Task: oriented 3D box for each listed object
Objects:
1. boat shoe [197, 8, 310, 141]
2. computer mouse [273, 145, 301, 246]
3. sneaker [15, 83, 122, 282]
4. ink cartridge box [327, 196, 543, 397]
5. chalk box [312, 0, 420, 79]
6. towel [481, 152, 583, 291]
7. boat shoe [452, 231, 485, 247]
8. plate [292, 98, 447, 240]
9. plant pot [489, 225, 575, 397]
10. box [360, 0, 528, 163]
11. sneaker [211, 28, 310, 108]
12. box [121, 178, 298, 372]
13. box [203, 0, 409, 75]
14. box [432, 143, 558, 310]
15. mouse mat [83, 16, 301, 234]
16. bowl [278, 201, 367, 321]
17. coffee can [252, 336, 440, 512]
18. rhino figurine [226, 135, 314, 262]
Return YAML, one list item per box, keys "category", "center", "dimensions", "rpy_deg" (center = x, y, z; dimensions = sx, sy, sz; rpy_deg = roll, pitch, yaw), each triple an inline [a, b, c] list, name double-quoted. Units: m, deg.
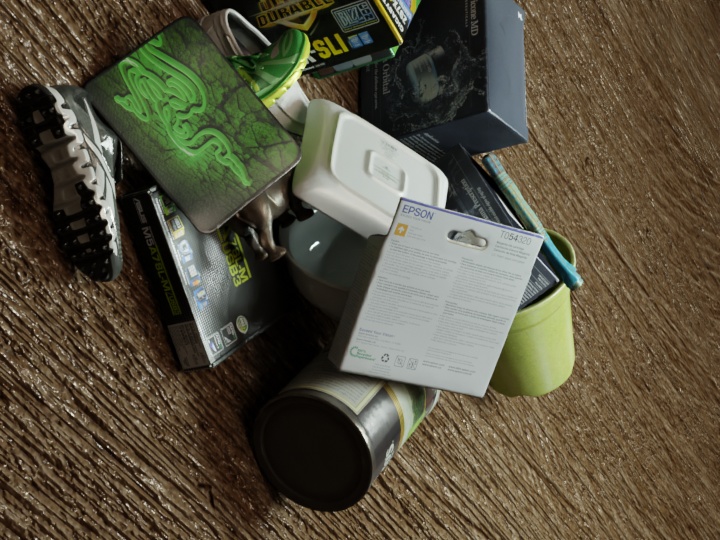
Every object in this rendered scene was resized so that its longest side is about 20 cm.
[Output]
- category: "boat shoe"
  center: [-0.108, -0.221, 1.670]
  dimensions: [0.200, 0.065, 0.074]
  rpy_deg: [39, 50, -33]
- category: "computer mouse"
  center: [-0.092, -0.095, 1.720]
  dimensions: [0.059, 0.034, 0.201]
  rpy_deg: [41, 53, -32]
- category: "sneaker"
  center: [-0.259, -0.091, 1.406]
  dimensions: [0.090, 0.066, 0.201]
  rpy_deg: [-30, 103, -55]
- category: "ink cartridge box"
  center: [0.083, 0.029, 1.586]
  dimensions: [0.196, 0.043, 0.201]
  rpy_deg: [14, 101, -30]
- category: "chalk box"
  center: [-0.019, -0.330, 1.820]
  dimensions: [0.124, 0.124, 0.200]
  rpy_deg: [59, 35, -29]
- category: "towel"
  center: [0.218, -0.066, 1.855]
  dimensions: [0.200, 0.022, 0.147]
  rpy_deg: [55, 7, -2]
- category: "boat shoe"
  center: [0.118, 0.053, 1.678]
  dimensions: [0.070, 0.071, 0.201]
  rpy_deg: [-94, -163, -72]
- category: "plate"
  center: [0.022, -0.102, 1.649]
  dimensions: [0.199, 0.032, 0.200]
  rpy_deg: [30, 34, -17]
- category: "plant pot"
  center: [0.219, 0.070, 2.038]
  dimensions: [0.201, 0.199, 0.185]
  rpy_deg: [-64, 145, -45]
- category: "box"
  center: [0.109, -0.256, 1.931]
  dimensions: [0.117, 0.199, 0.198]
  rpy_deg: [27, 57, -52]
- category: "sneaker"
  center: [-0.134, -0.206, 1.582]
  dimensions: [0.200, 0.074, 0.084]
  rpy_deg: [-43, 108, -20]
- category: "box"
  center: [-0.157, -0.017, 1.567]
  dimensions: [0.193, 0.047, 0.201]
  rpy_deg: [-34, 109, -56]
- category: "box"
  center: [-0.067, -0.305, 1.662]
  dimensions: [0.160, 0.199, 0.049]
  rpy_deg: [54, 37, -35]
- category: "box"
  center: [0.113, -0.020, 1.805]
  dimensions: [0.104, 0.182, 0.200]
  rpy_deg: [40, 16, -45]
- category: "mouse mat"
  center: [-0.171, -0.153, 1.511]
  dimensions: [0.200, 0.008, 0.161]
  rpy_deg: [49, 59, -3]
- category: "bowl"
  center: [0.000, 0.000, 1.683]
  dimensions: [0.201, 0.200, 0.091]
  rpy_deg: [-52, 156, -52]
- category: "coffee can"
  center: [-0.012, 0.158, 1.648]
  dimensions: [0.200, 0.146, 0.147]
  rpy_deg: [-44, 117, -55]
- category: "rhino figurine"
  center: [-0.092, -0.088, 1.599]
  dimensions: [0.088, 0.060, 0.200]
  rpy_deg: [56, 31, -17]
